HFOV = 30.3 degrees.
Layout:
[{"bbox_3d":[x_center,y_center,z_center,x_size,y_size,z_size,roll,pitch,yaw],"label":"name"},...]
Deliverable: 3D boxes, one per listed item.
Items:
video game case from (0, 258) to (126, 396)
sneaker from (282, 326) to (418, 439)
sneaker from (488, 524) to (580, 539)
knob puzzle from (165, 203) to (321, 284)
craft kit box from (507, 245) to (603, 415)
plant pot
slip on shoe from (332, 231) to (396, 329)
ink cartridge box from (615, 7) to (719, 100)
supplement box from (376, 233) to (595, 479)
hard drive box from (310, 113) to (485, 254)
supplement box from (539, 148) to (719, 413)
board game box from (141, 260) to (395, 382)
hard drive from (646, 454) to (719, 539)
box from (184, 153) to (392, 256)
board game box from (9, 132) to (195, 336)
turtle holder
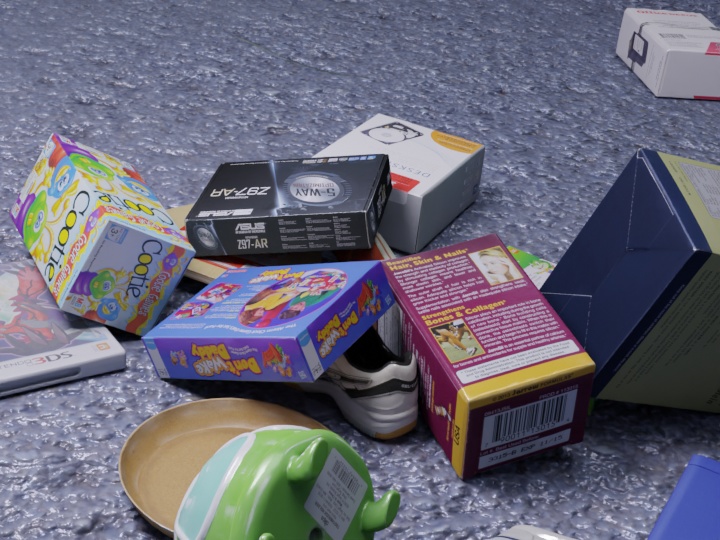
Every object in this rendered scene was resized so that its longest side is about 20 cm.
[{"bbox_3d":[-0.345,0.053,1.266,0.181,0.023,0.200,-11,34,-33],"label":"video game case"},{"bbox_3d":[-0.021,0.075,1.247,0.199,0.089,0.075,25,34,32],"label":"sneaker"},{"bbox_3d":[0.183,0.243,1.006,0.198,0.074,0.071,24,35,27],"label":"sneaker"},{"bbox_3d":[-0.132,-0.025,1.461,0.217,0.031,0.220,6,28,-3],"label":"knob puzzle"},{"bbox_3d":[0.194,0.055,1.390,0.196,0.049,0.200,25,32,24],"label":"craft kit box"},{"bbox_3d":[-0.101,0.173,1.106,0.197,0.028,0.201,6,28,-3],"label":"plant pot"},{"bbox_3d":[0.000,0.000,1.414,0.061,0.075,0.200,-17,35,-14],"label":"slip on shoe"},{"bbox_3d":[0.528,-0.360,2.205,0.143,0.085,0.201,2,30,-12],"label":"ink cartridge box"},{"bbox_3d":[0.108,0.074,1.223,0.129,0.104,0.201,-14,43,-17],"label":"supplement box"},{"bbox_3d":[0.043,-0.109,1.616,0.154,0.078,0.200,18,30,19],"label":"hard drive box"},{"bbox_3d":[0.313,0.016,1.260,0.198,0.201,0.135,9,43,-26],"label":"supplement box"},{"bbox_3d":[-0.086,0.046,1.218,0.198,0.045,0.134,-2,28,41],"label":"board game box"},{"bbox_3d":[0.312,0.233,1.110,0.131,0.026,0.200,20,30,21],"label":"hard drive"},{"bbox_3d":[-0.074,-0.072,1.436,0.197,0.044,0.161,-2,26,12],"label":"box"},{"bbox_3d":[-0.263,-0.038,1.337,0.102,0.106,0.200,22,16,-38],"label":"board game box"},{"bbox_3d":[-0.067,0.204,0.950,0.131,0.188,0.140,0,-10,41],"label":"turtle holder"}]
